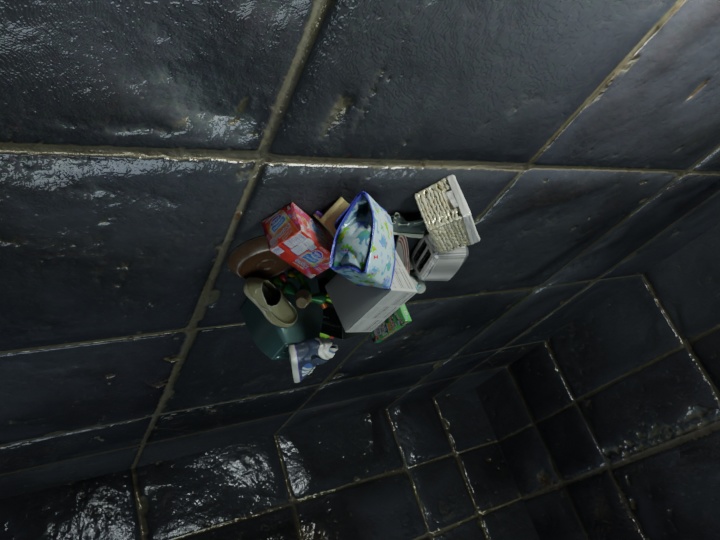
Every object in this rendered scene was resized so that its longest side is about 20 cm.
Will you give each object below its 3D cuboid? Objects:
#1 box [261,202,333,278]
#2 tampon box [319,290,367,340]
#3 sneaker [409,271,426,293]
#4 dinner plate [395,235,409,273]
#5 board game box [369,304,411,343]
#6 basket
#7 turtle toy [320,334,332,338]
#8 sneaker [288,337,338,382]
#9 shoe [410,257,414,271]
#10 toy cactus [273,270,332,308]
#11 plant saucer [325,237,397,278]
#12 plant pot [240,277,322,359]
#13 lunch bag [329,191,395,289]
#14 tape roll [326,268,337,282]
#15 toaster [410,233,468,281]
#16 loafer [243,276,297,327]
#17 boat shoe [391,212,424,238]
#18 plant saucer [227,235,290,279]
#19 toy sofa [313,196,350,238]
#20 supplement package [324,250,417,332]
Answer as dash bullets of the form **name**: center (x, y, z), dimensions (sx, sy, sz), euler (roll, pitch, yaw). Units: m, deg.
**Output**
- **box**: center (-0.147, -0.072, 1.462), dimensions (0.099, 0.096, 0.200), euler (-30, 148, 15)
- **tampon box**: center (-0.029, 0.126, 1.837), dimensions (0.199, 0.127, 0.149), euler (-11, -167, -41)
- **sneaker**: center (0.151, 0.048, 1.854), dimensions (0.078, 0.087, 0.200), euler (-41, 140, 19)
- **dinner plate**: center (0.116, -0.012, 1.703), dimensions (0.024, 0.201, 0.200), euler (-1, 160, 16)
- **board game box**: center (0.054, 0.086, 1.633), dimensions (0.029, 0.201, 0.134), euler (6, 144, -47)
- **basket**: center (0.239, -0.146, 1.588), dimensions (0.123, 0.136, 0.200), euler (-23, 155, 10)
- **turtle toy**: center (-0.084, 0.191, 2.052), dimensions (0.199, 0.101, 0.146), euler (2, 146, -41)
- **sneaker**: center (-0.135, 0.263, 1.709), dimensions (0.146, 0.081, 0.200), euler (-12, 148, -10)
- **shoe**: center (0.170, -0.008, 1.907), dimensions (0.199, 0.054, 0.070), euler (-9, 152, -25)
- **toy cactus**: center (-0.151, 0.058, 1.633), dimensions (0.199, 0.165, 0.103), euler (30, 105, -8)
- **plant saucer**: center (0.013, -0.024, 1.775), dimensions (0.199, 0.037, 0.200), euler (-8, 151, -27)
- **plant pot**: center (-0.226, 0.157, 1.760), dimensions (0.196, 0.201, 0.196), euler (-2, 150, -35)
- **lunch bag**: center (0.015, -0.072, 1.416), dimensions (0.127, 0.201, 0.170), euler (9, 169, 24)
- **tape roll**: center (0.000, 0.000, 1.713), dimensions (0.199, 0.048, 0.201), euler (-18, 155, -9)
- **toaster**: center (0.247, -0.047, 1.818), dimensions (0.129, 0.114, 0.200), euler (-5, 147, -26)
- **loafer**: center (-0.239, 0.091, 1.598), dimensions (0.068, 0.076, 0.200), euler (-7, 140, 42)
- **boat shoe**: center (0.099, -0.133, 1.618), dimensions (0.199, 0.073, 0.062), euler (6, 101, -33)
- **plant saucer**: center (-0.258, -0.027, 1.563), dimensions (0.199, 0.035, 0.201), euler (-17, 154, -8)
- **toy sofa**: center (-0.037, -0.115, 1.520), dimensions (0.083, 0.098, 0.200), euler (-46, 153, -2)
- **supplement package**: center (0.025, 0.050, 1.569), dimensions (0.111, 0.156, 0.200), euler (6, 139, -47)
